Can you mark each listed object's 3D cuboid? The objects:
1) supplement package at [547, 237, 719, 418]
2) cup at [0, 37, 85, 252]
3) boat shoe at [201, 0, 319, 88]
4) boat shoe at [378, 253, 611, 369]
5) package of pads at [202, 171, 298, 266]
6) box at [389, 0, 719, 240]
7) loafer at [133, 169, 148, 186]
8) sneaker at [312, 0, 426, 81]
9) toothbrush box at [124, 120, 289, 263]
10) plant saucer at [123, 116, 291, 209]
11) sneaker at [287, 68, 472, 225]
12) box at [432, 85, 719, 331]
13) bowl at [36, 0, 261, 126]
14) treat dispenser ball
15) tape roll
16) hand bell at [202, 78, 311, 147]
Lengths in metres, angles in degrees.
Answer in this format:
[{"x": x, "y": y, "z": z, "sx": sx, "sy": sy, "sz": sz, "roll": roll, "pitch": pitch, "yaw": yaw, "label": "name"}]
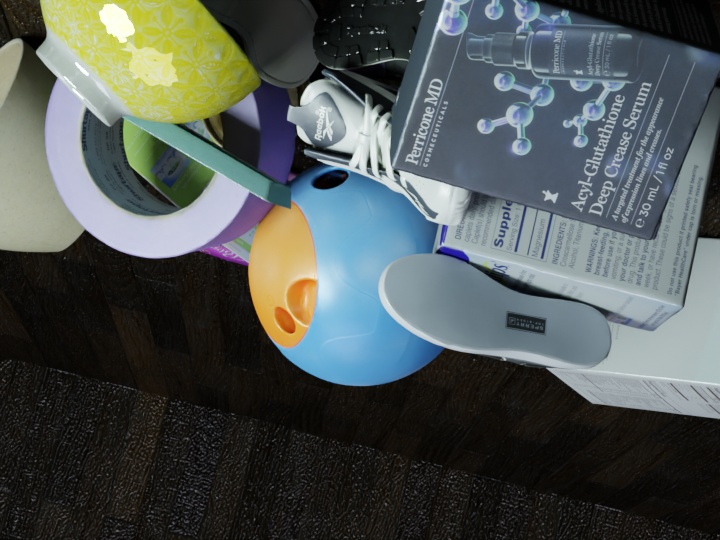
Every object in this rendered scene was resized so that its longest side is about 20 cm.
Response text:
[{"x": 0.318, "y": 0.058, "z": 1.845, "sx": 0.198, "sy": 0.153, "sz": 0.150, "roll": 5, "pitch": 164, "yaw": 31, "label": "supplement package"}, {"x": -0.322, "y": -0.098, "z": 1.717, "sx": 0.143, "sy": 0.202, "sz": 0.200, "roll": 33, "pitch": 158, "yaw": -25, "label": "cup"}, {"x": -0.097, "y": -0.212, "z": 1.432, "sx": 0.063, "sy": 0.073, "sz": 0.200, "roll": 35, "pitch": 179, "yaw": 35, "label": "boat shoe"}, {"x": 0.100, "y": 0.038, "z": 1.425, "sx": 0.198, "sy": 0.071, "sz": 0.066, "roll": 11, "pitch": 165, "yaw": -18, "label": "boat shoe"}, {"x": -0.135, "y": -0.066, "z": 1.963, "sx": 0.119, "sy": 0.076, "sz": 0.200, "roll": 18, "pitch": 165, "yaw": -5, "label": "package of pads"}, {"x": 0.135, "y": -0.132, "z": 1.260, "sx": 0.198, "sy": 0.150, "sz": 0.107, "roll": 15, "pitch": -151, "yaw": -5, "label": "box"}, {"x": -0.269, "y": -0.131, "z": 1.856, "sx": 0.072, "sy": 0.074, "sz": 0.200, "roll": 2, "pitch": 162, "yaw": 29, "label": "loafer"}, {"x": 0.065, "y": -0.178, "z": 1.397, "sx": 0.198, "sy": 0.077, "sz": 0.087, "roll": 11, "pitch": 178, "yaw": 38, "label": "sneaker"}, {"x": -0.140, "y": -0.090, "z": 1.693, "sx": 0.200, "sy": 0.086, "sz": 0.145, "roll": 38, "pitch": 180, "yaw": 31, "label": "toothbrush box"}, {"x": -0.143, "y": -0.106, "z": 1.438, "sx": 0.199, "sy": 0.019, "sz": 0.070, "roll": 31, "pitch": -175, "yaw": 13, "label": "plant saucer"}, {"x": 0.010, "y": -0.098, "z": 1.375, "sx": 0.128, "sy": 0.080, "sz": 0.200, "roll": 9, "pitch": -153, "yaw": -17, "label": "sneaker"}, {"x": 0.172, "y": -0.070, "z": 1.443, "sx": 0.198, "sy": 0.186, "sz": 0.105, "roll": 15, "pitch": 167, "yaw": -1, "label": "box"}, {"x": -0.180, "y": -0.174, "z": 1.361, "sx": 0.200, "sy": 0.108, "sz": 0.200, "roll": 44, "pitch": 176, "yaw": 4, "label": "bowl"}, {"x": 0.000, "y": 0.000, "z": 1.580, "sx": 0.199, "sy": 0.203, "sz": 0.201, "roll": 13, "pitch": 166, "yaw": 3, "label": "treat dispenser ball"}, {"x": -0.161, "y": -0.115, "z": 1.523, "sx": 0.198, "sy": 0.202, "sz": 0.085, "roll": 9, "pitch": -172, "yaw": 17, "label": "tape roll"}, {"x": -0.063, "y": -0.142, "z": 1.646, "sx": 0.103, "sy": 0.105, "sz": 0.200, "roll": 9, "pitch": 178, "yaw": 17, "label": "hand bell"}]
